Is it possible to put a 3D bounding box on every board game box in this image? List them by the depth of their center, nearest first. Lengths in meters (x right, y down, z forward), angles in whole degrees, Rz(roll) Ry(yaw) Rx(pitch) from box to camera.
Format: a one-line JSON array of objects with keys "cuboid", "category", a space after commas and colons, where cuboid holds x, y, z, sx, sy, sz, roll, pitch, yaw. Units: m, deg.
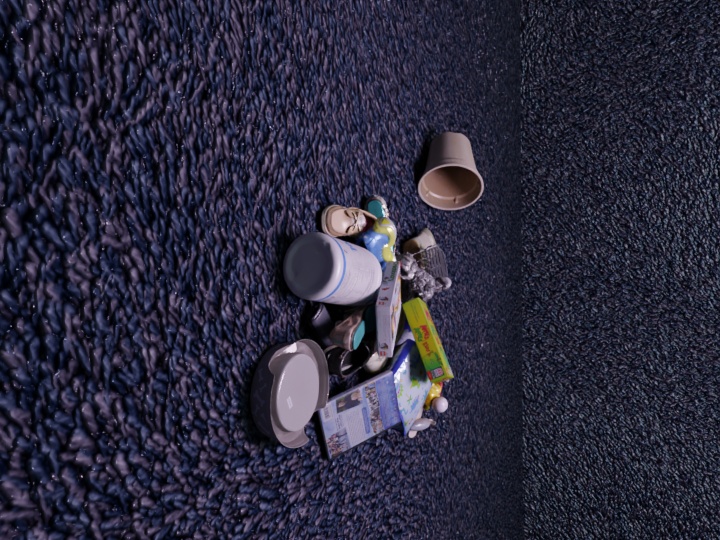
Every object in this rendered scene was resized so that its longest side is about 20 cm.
[{"cuboid": [0.064, 0.080, 1.210, 0.200, 0.034, 0.127, -71, 161, -60], "category": "board game box"}, {"cuboid": [0.167, 0.174, 1.350, 0.102, 0.047, 0.202, 35, 34, -69], "category": "board game box"}]

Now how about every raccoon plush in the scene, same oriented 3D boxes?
[{"cuboid": [0.153, 0.001, 1.449, 0.199, 0.096, 0.135, -22, 105, -50], "category": "raccoon plush"}]

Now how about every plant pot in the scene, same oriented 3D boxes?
[{"cuboid": [0.282, -0.325, 1.720, 0.201, 0.199, 0.185, 56, 32, -48], "category": "plant pot"}]

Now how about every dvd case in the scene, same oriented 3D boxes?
[{"cuboid": [-0.002, 0.323, 1.223, 0.199, 0.018, 0.144, -21, 114, -25], "category": "dvd case"}]

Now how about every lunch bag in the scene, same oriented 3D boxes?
[{"cuboid": [0.098, 0.289, 1.379, 0.171, 0.126, 0.201, -57, 156, -29], "category": "lunch bag"}]

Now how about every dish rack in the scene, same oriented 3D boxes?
[{"cuboid": [0.164, 0.022, 1.522, 0.199, 0.054, 0.155, -24, 117, -20], "category": "dish rack"}]

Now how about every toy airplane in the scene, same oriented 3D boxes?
[{"cuboid": [0.179, 0.363, 1.556, 0.200, 0.140, 0.201, -57, 152, -23], "category": "toy airplane"}]

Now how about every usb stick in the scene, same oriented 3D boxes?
[{"cuboid": [-0.064, 0.149, 1.183, 0.056, 0.032, 0.201, -64, 144, -36], "category": "usb stick"}]

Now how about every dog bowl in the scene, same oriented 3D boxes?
[{"cuboid": [-0.134, 0.229, 1.039, 0.200, 0.058, 0.202, 0, 90, -62], "category": "dog bowl"}]

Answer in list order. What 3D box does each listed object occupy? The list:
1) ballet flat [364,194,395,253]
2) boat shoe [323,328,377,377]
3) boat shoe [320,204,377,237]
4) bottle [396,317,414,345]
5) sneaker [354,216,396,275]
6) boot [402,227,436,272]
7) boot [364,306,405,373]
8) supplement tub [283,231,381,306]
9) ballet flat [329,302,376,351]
[{"cuboid": [0.053, -0.094, 1.386, 0.064, 0.075, 0.202, -59, 146, -69], "category": "ballet flat"}, {"cuboid": [-0.001, 0.177, 1.186, 0.201, 0.063, 0.074, -19, 114, -49], "category": "boat shoe"}, {"cuboid": [-0.019, -0.113, 1.241, 0.200, 0.069, 0.075, -10, 99, -62], "category": "boat shoe"}, {"cuboid": [0.124, 0.192, 1.507, 0.066, 0.083, 0.201, -113, -167, -50], "category": "bottle"}, {"cuboid": [0.026, -0.039, 1.285, 0.105, 0.076, 0.201, -31, 147, -20], "category": "sneaker"}, {"cuboid": [0.186, -0.015, 1.644, 0.155, 0.071, 0.202, -41, 126, -58], "category": "boot"}, {"cuboid": [0.040, 0.129, 1.340, 0.201, 0.072, 0.155, -62, 143, -30], "category": "boot"}, {"cuboid": [-0.053, 0.002, 1.113, 0.200, 0.131, 0.133, 14, 78, -63], "category": "supplement tub"}, {"cuboid": [-0.013, 0.110, 1.160, 0.200, 0.067, 0.069, -31, 125, -68], "category": "ballet flat"}]
